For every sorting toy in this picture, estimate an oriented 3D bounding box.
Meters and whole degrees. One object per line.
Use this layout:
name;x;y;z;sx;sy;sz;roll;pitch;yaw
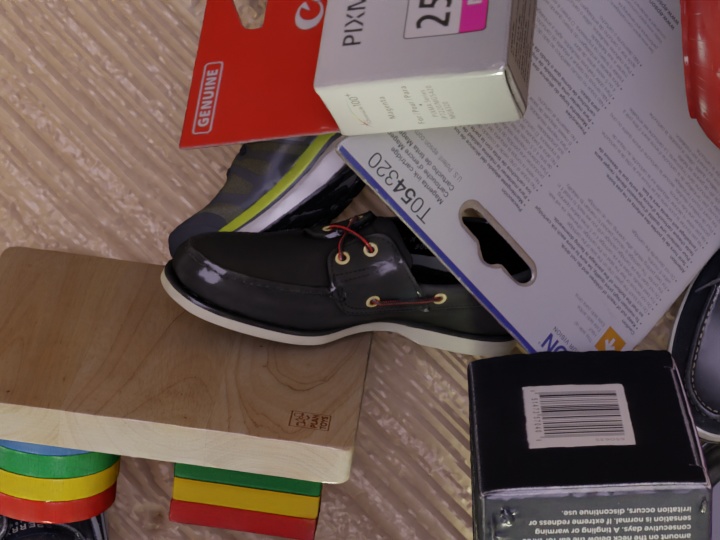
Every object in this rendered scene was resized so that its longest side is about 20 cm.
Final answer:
sorting toy;-0.099;0.064;1.108;0.198;0.200;0.070;8;110;1

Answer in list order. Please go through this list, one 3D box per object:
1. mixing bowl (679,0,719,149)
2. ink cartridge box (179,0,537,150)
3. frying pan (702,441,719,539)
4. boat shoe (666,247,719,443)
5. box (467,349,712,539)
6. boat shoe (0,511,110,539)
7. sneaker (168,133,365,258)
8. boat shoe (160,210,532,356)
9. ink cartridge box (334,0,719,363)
mixing bowl;0.205;-0.120;1.049;0.108;0.200;0.201;-3;85;11
ink cartridge box;0.000;-0.156;1.073;0.173;0.044;0.201;-4;58;19
frying pan;0.172;0.133;1.155;0.189;0.031;0.115;3;83;7
boat shoe;0.219;-0.003;1.141;0.075;0.062;0.200;36;83;5
box;0.105;0.158;1.067;0.104;0.148;0.201;-2;112;2
boat shoe;-0.167;0.134;1.163;0.072;0.068;0.201;-15;84;3
sneaker;-0.028;-0.076;1.162;0.200;0.074;0.081;-42;75;13
boat shoe;-0.001;-0.002;1.121;0.201;0.074;0.063;5;124;-26
ink cartridge box;0.104;-0.069;1.116;0.200;0.043;0.196;-48;113;-11
